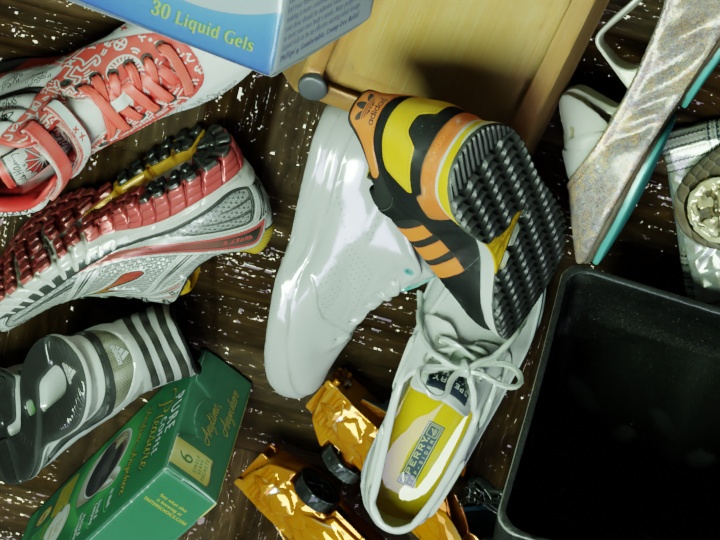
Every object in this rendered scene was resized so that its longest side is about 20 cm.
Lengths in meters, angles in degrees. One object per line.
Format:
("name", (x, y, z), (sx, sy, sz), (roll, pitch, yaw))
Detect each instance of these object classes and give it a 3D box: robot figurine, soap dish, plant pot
("robot figurine", (0.029, 0.161, 1.505), (0.200, 0.058, 0.145), (43, 112, 1))
("soap dish", (0.055, -0.155, 1.304), (0.157, 0.081, 0.200), (21, 127, -6))
("plant pot", (0.172, 0.149, 1.360), (0.199, 0.200, 0.178), (16, 136, 3))

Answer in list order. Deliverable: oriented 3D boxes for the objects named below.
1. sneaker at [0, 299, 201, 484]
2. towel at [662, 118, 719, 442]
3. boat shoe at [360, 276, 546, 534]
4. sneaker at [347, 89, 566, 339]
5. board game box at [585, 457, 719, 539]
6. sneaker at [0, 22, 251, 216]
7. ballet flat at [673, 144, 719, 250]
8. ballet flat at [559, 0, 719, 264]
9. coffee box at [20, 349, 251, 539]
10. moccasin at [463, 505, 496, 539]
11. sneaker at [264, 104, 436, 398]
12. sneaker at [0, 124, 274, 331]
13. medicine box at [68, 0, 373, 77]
("sneaker", (-0.161, 0.074, 1.506), (0.200, 0.115, 0.076), (-29, 80, 58))
("towel", (0.275, 0.002, 1.378), (0.192, 0.035, 0.200), (-8, 107, 15))
("boat shoe", (0.051, 0.060, 1.411), (0.074, 0.086, 0.202), (26, 98, -2))
("sneaker", (0.049, -0.037, 1.318), (0.090, 0.070, 0.200), (29, 164, 25))
("board game box", (0.204, 0.140, 1.476), (0.134, 0.034, 0.201), (-2, 106, 8))
("sneaker", (-0.140, -0.090, 1.366), (0.201, 0.108, 0.067), (-16, 121, 19))
("ballet flat", (0.263, -0.054, 1.326), (0.200, 0.046, 0.068), (-14, 102, 20))
("ballet flat", (0.150, -0.097, 1.339), (0.067, 0.068, 0.200), (32, 113, 5))
("coffee box", (-0.151, 0.150, 1.530), (0.044, 0.123, 0.200), (37, 121, -15))
("moccasin", (0.130, 0.202, 1.552), (0.199, 0.068, 0.081), (12, 126, 1))
("sneaker", (0.000, 0.000, 1.424), (0.088, 0.075, 0.200), (17, 125, 4))
("sneaker", (-0.140, -0.006, 1.445), (0.200, 0.078, 0.082), (-24, 121, 25))
("medicine box", (-0.081, -0.226, 1.211), (0.182, 0.103, 0.200), (23, 123, 21))
